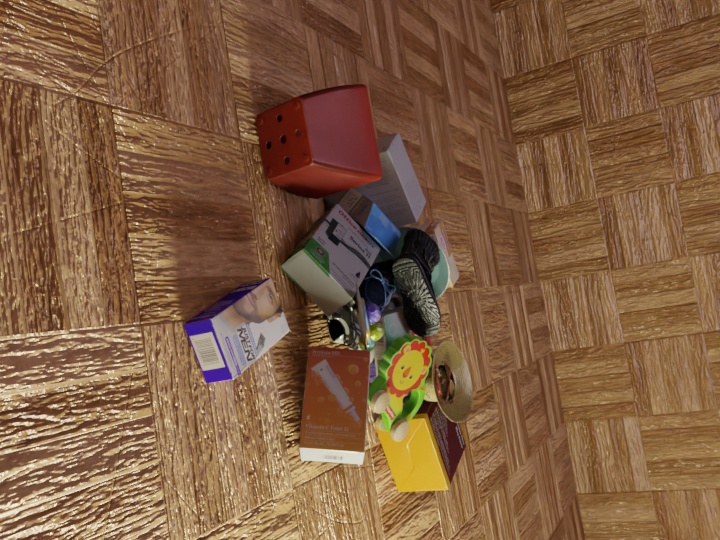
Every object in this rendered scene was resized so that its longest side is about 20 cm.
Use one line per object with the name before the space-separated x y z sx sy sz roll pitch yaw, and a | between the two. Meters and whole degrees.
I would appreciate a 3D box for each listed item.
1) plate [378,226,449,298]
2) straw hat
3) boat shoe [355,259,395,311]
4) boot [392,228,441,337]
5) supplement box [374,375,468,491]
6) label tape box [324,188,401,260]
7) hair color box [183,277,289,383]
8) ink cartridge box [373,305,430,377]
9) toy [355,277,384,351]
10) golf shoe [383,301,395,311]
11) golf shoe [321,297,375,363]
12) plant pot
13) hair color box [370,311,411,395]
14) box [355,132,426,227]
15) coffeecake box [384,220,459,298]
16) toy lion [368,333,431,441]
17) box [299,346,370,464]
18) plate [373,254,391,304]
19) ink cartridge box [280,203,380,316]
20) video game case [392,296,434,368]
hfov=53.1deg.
plate | 0.128 -0.016 1.724 0.026 0.199 0.202 -38 114 -48
straw hat | 0.178 0.263 1.667 0.201 0.085 0.203 32 50 -48
boat shoe | 0.036 0.023 1.576 0.084 0.069 0.200 45 24 -17
boot | 0.140 0.025 1.620 0.158 0.079 0.213 -61 139 -61
supplement box | 0.154 0.396 1.762 0.200 0.132 0.199 -46 121 -58
label tape box | 0.024 -0.111 1.644 0.063 0.200 0.144 -49 140 -2
hair color box | -0.207 0.098 1.239 0.200 0.064 0.110 -43 118 -62
ink cartridge box | 0.110 0.161 1.644 0.199 0.050 0.162 -13 100 -43
toy | 0.020 0.107 1.441 0.200 0.047 0.116 93 -14 -61
golf shoe | 0.102 0.171 1.796 0.072 0.091 0.202 -23 100 -61
golf shoe | -0.030 0.142 1.582 0.095 0.077 0.201 -48 123 -37
plant pot | -0.099 -0.263 1.470 0.176 0.199 0.202 -8 87 -51
hair color box | 0.067 0.198 1.697 0.109 0.064 0.202 -5 89 -48
box | 0.051 -0.212 1.772 0.201 0.151 0.107 66 30 -25
coffeecake box | 0.126 -0.024 1.794 0.073 0.199 0.155 -48 123 -58
toy lion | 0.089 0.241 1.546 0.192 0.068 0.201 -47 136 -18
box | -0.047 0.260 1.392 0.098 0.123 0.202 95 -2 -63
plate | 0.000 0.000 1.671 0.200 0.025 0.201 36 36 -33
ink cartridge box | -0.057 -0.027 1.509 0.147 0.083 0.200 45 36 -12
video game case | 0.137 0.152 1.826 0.200 0.023 0.183 -134 -157 -71
